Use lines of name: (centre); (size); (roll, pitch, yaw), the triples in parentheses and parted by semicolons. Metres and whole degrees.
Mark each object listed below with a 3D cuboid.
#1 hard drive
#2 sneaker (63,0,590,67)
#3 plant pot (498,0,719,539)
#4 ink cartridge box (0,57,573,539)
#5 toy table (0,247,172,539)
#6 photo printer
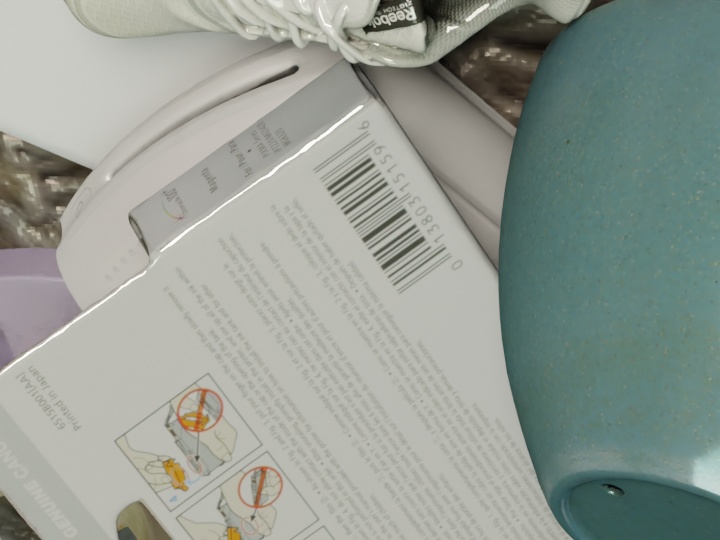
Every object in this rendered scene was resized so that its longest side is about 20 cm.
hard drive: (-0.111, -0.100, 0.927); (0.199, 0.026, 0.132); (22, 135, -19)
sneaker: (-0.011, -0.102, 0.830); (0.199, 0.082, 0.075); (-11, 152, 24)
plant pot: (0.123, 0.028, 0.801); (0.199, 0.135, 0.200); (21, 155, 10)
ink cartridge box: (-0.019, 0.057, 0.877); (0.173, 0.044, 0.200); (-35, 119, 1)
toy table: (-0.108, 0.077, 1.049); (0.199, 0.117, 0.185); (6, 132, 13)
photo printer: (0.000, 0.000, 0.955); (0.166, 0.070, 0.200); (-29, 129, 32)
